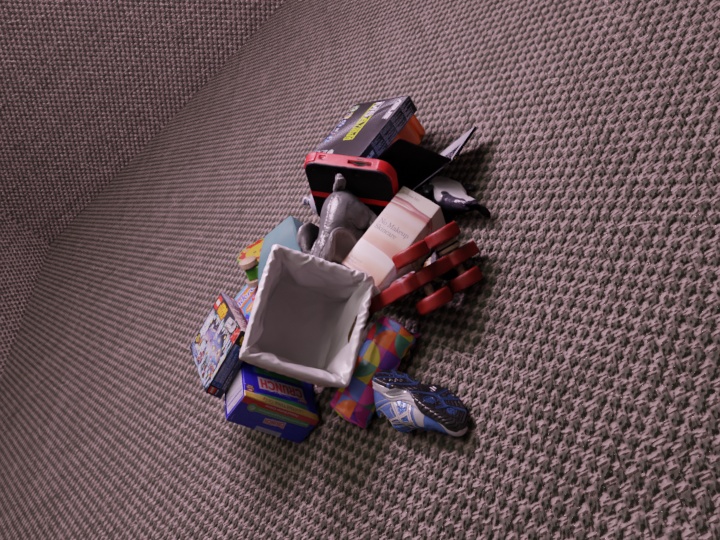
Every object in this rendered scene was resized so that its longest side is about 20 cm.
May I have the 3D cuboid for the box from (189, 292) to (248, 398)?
[{"bbox_3d":[-0.276,0.143,1.405,0.139,0.039,0.200,-59,29,5],"label":"box"}]

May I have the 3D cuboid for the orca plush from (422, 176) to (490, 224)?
[{"bbox_3d":[0.187,-0.126,1.394,0.103,0.073,0.199,-14,25,-28],"label":"orca plush"}]

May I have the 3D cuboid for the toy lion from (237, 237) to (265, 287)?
[{"bbox_3d":[-0.217,-0.044,1.769,0.195,0.070,0.193,-18,24,9],"label":"toy lion"}]

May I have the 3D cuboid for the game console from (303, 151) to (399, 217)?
[{"bbox_3d":[-0.013,-0.159,1.437,0.195,0.179,0.032,11,56,20],"label":"game console"}]

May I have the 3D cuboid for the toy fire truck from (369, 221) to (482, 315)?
[{"bbox_3d":[0.113,0.009,1.267,0.198,0.114,0.167,-29,-1,-33],"label":"toy fire truck"}]

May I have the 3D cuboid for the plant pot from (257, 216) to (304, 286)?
[{"bbox_3d":[-0.140,-0.004,1.552,0.140,0.140,0.203,-35,50,24],"label":"plant pot"}]

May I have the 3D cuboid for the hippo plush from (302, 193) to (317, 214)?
[{"bbox_3d":[-0.066,-0.131,1.603,0.157,0.160,0.204,-25,41,34],"label":"hippo plush"}]

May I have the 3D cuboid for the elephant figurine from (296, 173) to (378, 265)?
[{"bbox_3d":[-0.055,-0.047,1.391,0.201,0.154,0.142,-53,2,-29],"label":"elephant figurine"}]

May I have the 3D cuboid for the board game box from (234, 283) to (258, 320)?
[{"bbox_3d":[-0.250,0.095,1.728,0.153,0.045,0.200,-50,31,4],"label":"board game box"}]

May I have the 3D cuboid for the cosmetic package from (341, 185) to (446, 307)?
[{"bbox_3d":[0.068,-0.047,1.370,0.102,0.088,0.201,30,73,29],"label":"cosmetic package"}]

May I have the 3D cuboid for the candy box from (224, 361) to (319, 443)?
[{"bbox_3d":[-0.181,0.223,1.399,0.077,0.167,0.202,-51,31,24],"label":"candy box"}]

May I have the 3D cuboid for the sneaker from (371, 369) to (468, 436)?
[{"bbox_3d":[0.097,0.228,1.155,0.198,0.074,0.079,20,113,47],"label":"sneaker"}]

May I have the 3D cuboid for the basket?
[{"bbox_3d":[-0.099,0.090,1.260,0.161,0.195,0.203,141,145,-73],"label":"basket"}]

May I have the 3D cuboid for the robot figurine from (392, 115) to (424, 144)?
[{"bbox_3d":[0.053,-0.291,1.647,0.197,0.115,0.148,-23,65,38],"label":"robot figurine"}]

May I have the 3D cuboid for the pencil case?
[{"bbox_3d":[0.026,0.178,1.263,0.202,0.088,0.088,-57,33,-8],"label":"pencil case"}]

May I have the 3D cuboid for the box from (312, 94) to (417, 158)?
[{"bbox_3d":[0.001,-0.292,1.541,0.191,0.048,0.201,6,52,53],"label":"box"}]

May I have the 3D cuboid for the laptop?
[{"bbox_3d":[0.106,-0.233,1.443,0.186,0.116,0.201,-32,17,50],"label":"laptop"}]
